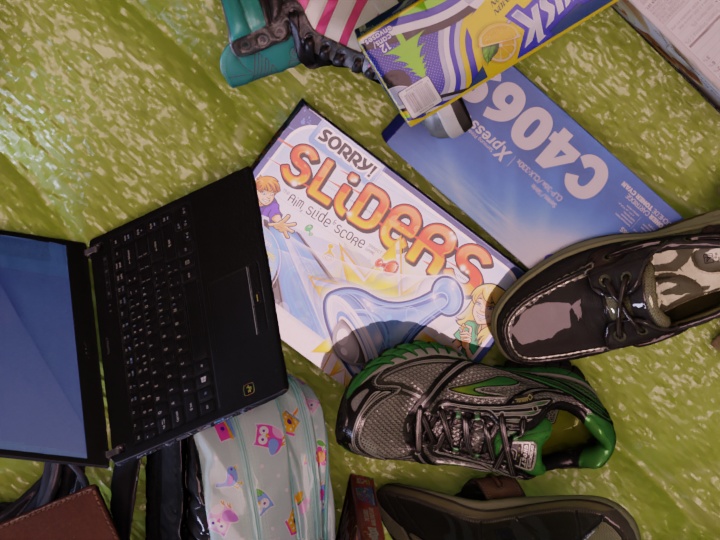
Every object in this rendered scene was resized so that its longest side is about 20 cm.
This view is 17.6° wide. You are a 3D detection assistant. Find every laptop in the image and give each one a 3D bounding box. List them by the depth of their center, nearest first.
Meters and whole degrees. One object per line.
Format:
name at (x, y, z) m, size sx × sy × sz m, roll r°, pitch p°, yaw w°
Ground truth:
laptop at (-0.164, 0.021, 1.449) m, size 0.200 × 0.177 × 0.103 m, roll -24°, pitch 143°, yaw 18°

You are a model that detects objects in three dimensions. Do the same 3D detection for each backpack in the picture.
backpack at (-0.083, 0.164, 1.514) m, size 0.126 × 0.167 × 0.200 m, roll -8°, pitch 100°, yaw -27°

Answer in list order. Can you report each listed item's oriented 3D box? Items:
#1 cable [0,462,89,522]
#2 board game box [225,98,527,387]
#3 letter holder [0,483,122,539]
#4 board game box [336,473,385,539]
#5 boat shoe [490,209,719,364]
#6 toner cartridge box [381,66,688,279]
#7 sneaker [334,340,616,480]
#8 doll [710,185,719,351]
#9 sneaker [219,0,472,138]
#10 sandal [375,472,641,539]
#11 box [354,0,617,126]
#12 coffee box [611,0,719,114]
cable at (-0.266, 0.096, 1.537) m, size 0.200 × 0.051 × 0.163 m, roll 25°, pitch 92°, yaw -6°
board game box at (0.000, 0.000, 1.541) m, size 0.200 × 0.034 × 0.135 m, roll 36°, pitch 96°, yaw -10°
letter holder at (-0.196, 0.263, 1.478) m, size 0.142 × 0.101 × 0.200 m, roll -21°, pitch 73°, yaw -20°
board game box at (-0.005, 0.206, 1.493) m, size 0.019 × 0.200 × 0.103 m, roll 13°, pitch 99°, yaw -5°
boat shoe at (0.182, 0.012, 1.496) m, size 0.201 × 0.066 × 0.072 m, roll -18°, pitch 102°, yaw -1°
toner cartridge box at (0.119, -0.057, 1.535) m, size 0.200 × 0.043 × 0.095 m, roll 40°, pitch 96°, yaw -10°
sneaker at (0.077, 0.094, 1.504) m, size 0.200 × 0.085 × 0.078 m, roll -1°, pitch 115°, yaw -25°
doll at (0.299, -0.031, 1.551) m, size 0.136 × 0.048 × 0.200 m, roll 20°, pitch 98°, yaw -8°
sneaker at (-0.027, -0.142, 1.474) m, size 0.121 × 0.084 × 0.200 m, roll -36°, pitch 77°, yaw 4°
sandal at (0.100, 0.169, 1.533) m, size 0.201 × 0.057 × 0.080 m, roll 0°, pitch 123°, yaw 34°
box at (0.096, -0.166, 1.387) m, size 0.200 × 0.070 × 0.064 m, roll -31°, pitch 100°, yaw 4°
coffee box at (0.206, -0.183, 1.484) m, size 0.200 × 0.114 × 0.080 m, roll 43°, pitch 95°, yaw -11°
